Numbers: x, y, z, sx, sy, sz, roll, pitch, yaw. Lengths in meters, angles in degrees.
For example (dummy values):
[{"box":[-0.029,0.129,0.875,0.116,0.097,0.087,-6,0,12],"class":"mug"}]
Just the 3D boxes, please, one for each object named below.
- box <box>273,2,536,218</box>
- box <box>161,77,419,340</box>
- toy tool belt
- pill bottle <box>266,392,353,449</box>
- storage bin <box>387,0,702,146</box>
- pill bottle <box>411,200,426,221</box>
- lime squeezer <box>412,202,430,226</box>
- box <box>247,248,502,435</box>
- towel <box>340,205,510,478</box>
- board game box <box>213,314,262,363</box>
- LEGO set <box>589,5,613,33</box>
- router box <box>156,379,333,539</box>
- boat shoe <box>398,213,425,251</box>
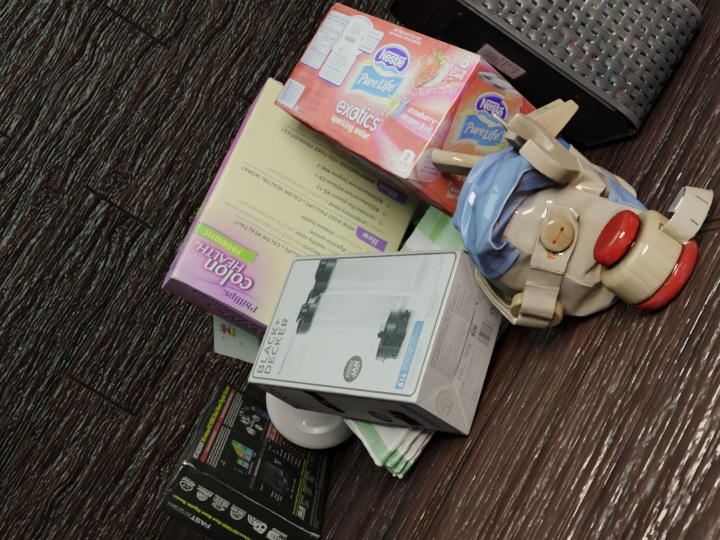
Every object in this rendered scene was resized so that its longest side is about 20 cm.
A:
[{"box":[0.033,-0.126,0.727,0.199,0.094,0.104,36,95,48],"class":"box"},{"box":[-0.060,-0.037,0.860,0.203,0.174,0.097,-66,13,-14],"class":"box"},{"box":[0.102,-0.035,0.541,0.126,0.122,0.200,-58,6,3],"class":"toy tool belt"},{"box":[-0.044,0.115,1.064,0.112,0.110,0.200,-57,6,13],"class":"pill bottle"},{"box":[0.130,-0.189,0.686,0.095,0.198,0.135,-58,6,-1],"class":"storage bin"},{"box":[0.047,-0.047,1.112,0.111,0.109,0.200,-57,6,8],"class":"pill bottle"},{"box":[0.070,-0.071,0.962,0.201,0.069,0.038,-98,27,-62],"class":"lime squeezer"},{"box":[0.008,0.051,0.706,0.198,0.060,0.118,0,64,50],"class":"box"},{"box":[0.045,0.042,0.737,0.202,0.030,0.149,-57,38,6],"class":"towel"},{"box":[-0.079,-0.008,1.017,0.199,0.063,0.150,-34,-49,-56],"class":"board game box"},{"box":[0.162,-0.166,0.901,0.199,0.114,0.157,-13,64,64],"class":"LEGO set"},{"box":[-0.111,0.210,0.958,0.063,0.148,0.200,-57,6,15],"class":"router box"},{"box":[0.000,0.002,0.978,0.200,0.076,0.075,-24,-19,-12],"class":"boat shoe"}]
